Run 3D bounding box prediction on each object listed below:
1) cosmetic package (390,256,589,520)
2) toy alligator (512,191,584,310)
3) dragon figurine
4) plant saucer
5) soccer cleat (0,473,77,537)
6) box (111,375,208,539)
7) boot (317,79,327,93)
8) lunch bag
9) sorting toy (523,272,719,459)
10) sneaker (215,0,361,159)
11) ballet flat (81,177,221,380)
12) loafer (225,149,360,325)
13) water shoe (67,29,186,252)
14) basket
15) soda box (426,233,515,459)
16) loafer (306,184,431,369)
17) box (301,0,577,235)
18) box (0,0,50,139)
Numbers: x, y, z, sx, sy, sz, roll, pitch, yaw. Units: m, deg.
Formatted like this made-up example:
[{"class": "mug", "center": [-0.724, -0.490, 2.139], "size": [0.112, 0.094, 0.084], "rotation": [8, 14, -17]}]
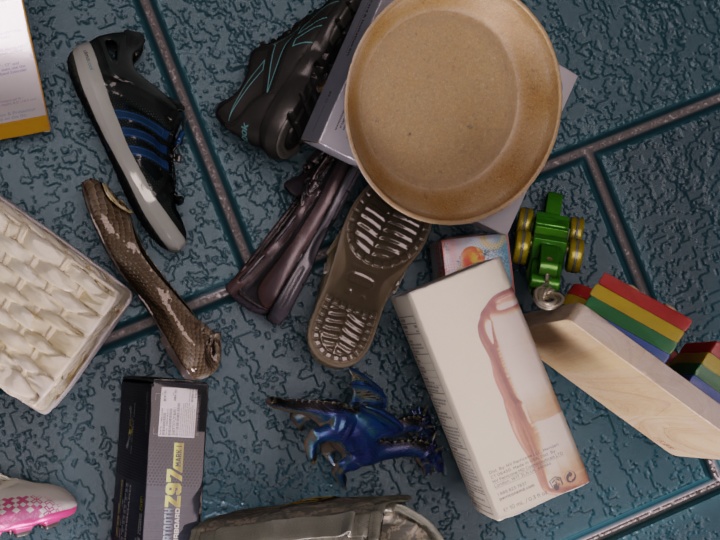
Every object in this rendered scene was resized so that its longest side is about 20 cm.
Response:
[{"class": "cosmetic package", "center": [0.106, 0.097, 1.291], "size": [0.087, 0.103, 0.200], "rotation": [-22, 91, -7]}, {"class": "toy alligator", "center": [0.162, -0.003, 1.358], "size": [0.059, 0.200, 0.054], "rotation": [10, 122, 3]}, {"class": "dragon figurine", "center": [-0.003, 0.126, 1.331], "size": [0.099, 0.059, 0.200], "rotation": [-36, 131, 7]}, {"class": "plant saucer", "center": [0.071, -0.138, 1.268], "size": [0.200, 0.035, 0.200], "rotation": [-4, 101, -24]}, {"class": "soccer cleat", "center": [-0.341, 0.186, 1.300], "size": [0.200, 0.070, 0.086], "rotation": [-6, 88, -9]}, {"class": "box", "center": [-0.170, 0.188, 1.282], "size": [0.051, 0.158, 0.200], "rotation": [5, 86, -17]}, {"class": "boot", "center": [0.064, -0.130, 1.369], "size": [0.200, 0.077, 0.155], "rotation": [-22, 97, -39]}, {"class": "lunch bag", "center": [-0.024, 0.242, 1.233], "size": [0.164, 0.200, 0.118], "rotation": [-8, 51, 21]}, {"class": "sorting toy", "center": [0.246, 0.078, 1.334], "size": [0.199, 0.200, 0.070], "rotation": [36, 81, -5]}, {"class": "sneaker", "center": [-0.054, -0.193, 1.369], "size": [0.079, 0.075, 0.200], "rotation": [22, 65, 23]}, {"class": "ballet flat", "center": [-0.178, 0.004, 1.338], "size": [0.046, 0.067, 0.200], "rotation": [-29, 96, 4]}, {"class": "loafer", "center": [-0.052, -0.052, 1.364], "size": [0.063, 0.072, 0.200], "rotation": [26, 86, -2]}, {"class": "water shoe", "center": [-0.182, -0.116, 1.345], "size": [0.079, 0.072, 0.200], "rotation": [-25, 91, -12]}, {"class": "basket", "center": [-0.304, 0.014, 1.290], "size": [0.200, 0.123, 0.136], "rotation": [36, 83, -6]}, {"class": "soda box", "center": [0.106, 0.069, 1.379], "size": [0.064, 0.068, 0.200], "rotation": [-6, 88, -10]}, {"class": "loafer", "center": [0.000, 0.000, 1.371], "size": [0.076, 0.068, 0.200], "rotation": [32, 66, -8]}, {"class": "box", "center": [0.069, -0.138, 1.309], "size": [0.200, 0.041, 0.156], "rotation": [25, 88, -27]}, {"class": "box", "center": [-0.333, -0.193, 1.279], "size": [0.119, 0.041, 0.200], "rotation": [-11, 132, -10]}]
